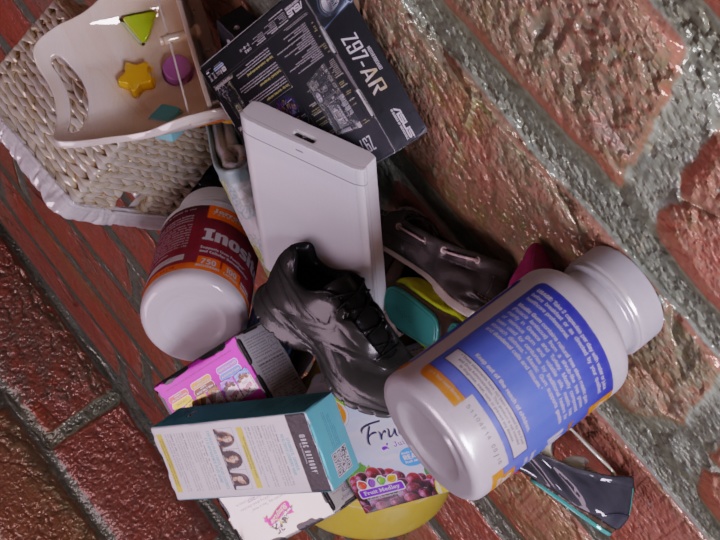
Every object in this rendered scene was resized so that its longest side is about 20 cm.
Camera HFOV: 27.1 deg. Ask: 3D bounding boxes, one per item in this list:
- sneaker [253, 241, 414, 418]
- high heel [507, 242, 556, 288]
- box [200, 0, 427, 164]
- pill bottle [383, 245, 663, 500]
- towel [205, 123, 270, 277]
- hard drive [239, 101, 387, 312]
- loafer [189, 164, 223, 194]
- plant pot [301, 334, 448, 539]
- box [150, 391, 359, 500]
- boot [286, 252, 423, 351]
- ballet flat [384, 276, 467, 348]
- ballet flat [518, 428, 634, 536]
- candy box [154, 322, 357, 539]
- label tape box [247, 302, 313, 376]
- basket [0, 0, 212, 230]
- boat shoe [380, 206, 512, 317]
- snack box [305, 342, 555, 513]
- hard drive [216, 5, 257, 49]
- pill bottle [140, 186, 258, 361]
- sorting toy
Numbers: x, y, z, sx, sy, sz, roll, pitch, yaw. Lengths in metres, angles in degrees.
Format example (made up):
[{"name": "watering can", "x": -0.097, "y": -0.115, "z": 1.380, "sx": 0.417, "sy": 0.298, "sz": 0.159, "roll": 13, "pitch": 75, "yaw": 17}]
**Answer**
[{"name": "sneaker", "x": -0.010, "y": 0.053, "z": 1.330, "sx": 0.200, "sy": 0.076, "sz": 0.091, "roll": 37, "pitch": 130, "yaw": 15}, {"name": "high heel", "x": 0.163, "y": 0.057, "z": 1.269, "sx": 0.067, "sy": 0.096, "sz": 0.200, "roll": 4, "pitch": 158, "yaw": 12}, {"name": "box", "x": -0.046, "y": -0.151, "z": 1.315, "sx": 0.161, "sy": 0.043, "sz": 0.200, "roll": 59, "pitch": 147, "yaw": -4}, {"name": "pill bottle", "x": 0.125, "y": 0.069, "z": 1.105, "sx": 0.112, "sy": 0.200, "sz": 0.112, "roll": 47, "pitch": 160, "yaw": 24}, {"name": "towel", "x": -0.105, "y": -0.077, "z": 1.574, "sx": 0.200, "sy": 0.048, "sz": 0.172, "roll": -109, "pitch": -6, "yaw": -61}, {"name": "hard drive", "x": -0.040, "y": -0.049, "z": 1.337, "sx": 0.132, "sy": 0.027, "sz": 0.200, "roll": 26, "pitch": 146, "yaw": 24}, {"name": "loafer", "x": -0.179, "y": -0.128, "z": 1.738, "sx": 0.200, "sy": 0.072, "sz": 0.063, "roll": 43, "pitch": 155, "yaw": 40}, {"name": "plant pot", "x": 0.014, "y": 0.146, "z": 1.558, "sx": 0.201, "sy": 0.200, "sz": 0.189, "roll": 44, "pitch": 143, "yaw": 30}, {"name": "box", "x": -0.103, "y": 0.169, "z": 1.427, "sx": 0.200, "sy": 0.049, "sz": 0.083, "roll": -9, "pitch": 106, "yaw": 36}, {"name": "boot", "x": 0.000, "y": 0.000, "z": 1.473, "sx": 0.146, "sy": 0.201, "sz": 0.070, "roll": -13, "pitch": 146, "yaw": 36}, {"name": "ballet flat", "x": 0.091, "y": 0.061, "z": 1.311, "sx": 0.200, "sy": 0.067, "sz": 0.067, "roll": 47, "pitch": 136, "yaw": 51}, {"name": "ballet flat", "x": 0.157, "y": 0.161, "z": 1.341, "sx": 0.200, "sy": 0.073, "sz": 0.073, "roll": 29, "pitch": 156, "yaw": 10}, {"name": "candy box", "x": -0.102, "y": 0.169, "z": 1.500, "sx": 0.136, "sy": 0.061, "sz": 0.200, "roll": -31, "pitch": 86, "yaw": 37}, {"name": "label tape box", "x": -0.093, "y": 0.085, "z": 1.614, "sx": 0.063, "sy": 0.200, "sz": 0.145, "roll": 22, "pitch": 122, "yaw": 6}, {"name": "basket", "x": -0.279, "y": -0.168, "z": 1.653, "sx": 0.200, "sy": 0.161, "sz": 0.198, "roll": 50, "pitch": -161, "yaw": 20}, {"name": "boat shoe", "x": 0.067, "y": -0.022, "z": 1.345, "sx": 0.067, "sy": 0.057, "sz": 0.200, "roll": 18, "pitch": -164, "yaw": -43}, {"name": "snack box", "x": 0.066, "y": 0.140, "z": 1.414, "sx": 0.143, "sy": 0.199, "sz": 0.053, "roll": 63, "pitch": -157, "yaw": -20}, {"name": "hard drive", "x": -0.061, "y": -0.150, "z": 1.452, "sx": 0.200, "sy": 0.038, "sz": 0.140, "roll": 46, "pitch": 160, "yaw": 28}, {"name": "pill bottle", "x": -0.167, "y": -0.004, "z": 1.605, "sx": 0.200, "sy": 0.113, "sz": 0.113, "roll": -87, "pitch": -22, "yaw": -55}, {"name": "sorting toy", "x": -0.232, "y": -0.199, "z": 1.493, "sx": 0.107, "sy": 0.179, "sz": 0.201, "roll": 77, "pitch": 176, "yaw": -70}]
